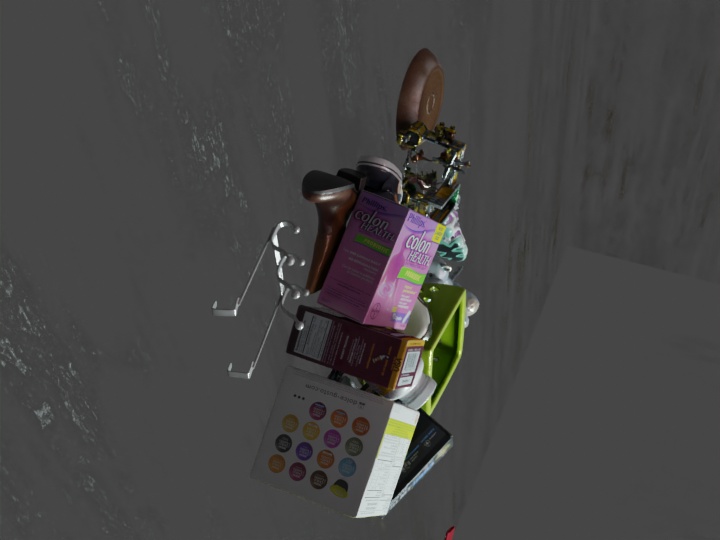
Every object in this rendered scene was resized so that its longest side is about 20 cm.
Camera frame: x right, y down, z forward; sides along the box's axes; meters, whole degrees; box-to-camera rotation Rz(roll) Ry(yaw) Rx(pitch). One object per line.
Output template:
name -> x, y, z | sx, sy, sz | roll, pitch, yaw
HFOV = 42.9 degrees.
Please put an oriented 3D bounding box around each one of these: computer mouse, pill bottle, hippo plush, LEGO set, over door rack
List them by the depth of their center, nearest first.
over door rack -> -0.130, 0.046, 1.331 | 0.148, 0.066, 0.200 | 85, 28, -43
pill bottle -> 0.044, 0.166, 1.685 | 0.104, 0.200, 0.104 | -46, -172, 8
LEGO set -> 0.116, -0.169, 1.713 | 0.116, 0.153, 0.201 | -49, 164, -49
computer mouse -> -0.029, 0.244, 1.798 | 0.200, 0.044, 0.110 | 68, 41, -60
hippo plush -> 0.183, 0.038, 2.050 | 0.161, 0.159, 0.201 | 70, 41, -60

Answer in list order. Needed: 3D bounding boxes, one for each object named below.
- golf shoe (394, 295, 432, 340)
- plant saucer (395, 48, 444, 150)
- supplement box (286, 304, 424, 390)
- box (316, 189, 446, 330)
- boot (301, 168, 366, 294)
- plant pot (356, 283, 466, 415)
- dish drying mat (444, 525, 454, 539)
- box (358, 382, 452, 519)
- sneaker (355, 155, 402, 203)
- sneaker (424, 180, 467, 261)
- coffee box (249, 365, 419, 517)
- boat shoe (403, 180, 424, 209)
golf shoe -> 0.064, 0.044, 1.680 | 0.201, 0.077, 0.088 | 66, 14, 22
plant saucer -> 0.123, -0.329, 1.788 | 0.200, 0.037, 0.201 | 17, 90, -71
supplement box -> -0.008, 0.127, 1.528 | 0.110, 0.199, 0.086 | 14, 93, -71
box -> 0.039, -0.013, 1.540 | 0.176, 0.096, 0.201 | 16, 96, -64
boot -> -0.065, -0.060, 1.472 | 0.188, 0.068, 0.201 | -38, 147, -71
plant pot -> 0.094, 0.141, 1.850 | 0.200, 0.181, 0.200 | -55, 154, -44
dish drying mat -> 0.310, 1.049, 3.393 | 0.077, 0.018, 0.201 | -9, 112, -66
box -> 0.036, 0.324, 1.720 | 0.200, 0.198, 0.050 | -43, 154, -16
sneaker -> 0.035, -0.134, 1.629 | 0.200, 0.078, 0.080 | 53, 49, -68
sneaker -> 0.202, -0.124, 2.058 | 0.200, 0.077, 0.140 | 57, 45, -44
coffee box -> -0.038, 0.297, 1.576 | 0.200, 0.199, 0.199 | 39, 69, -70
boat shoe -> 0.097, -0.082, 1.831 | 0.066, 0.072, 0.201 | 69, 20, -68
